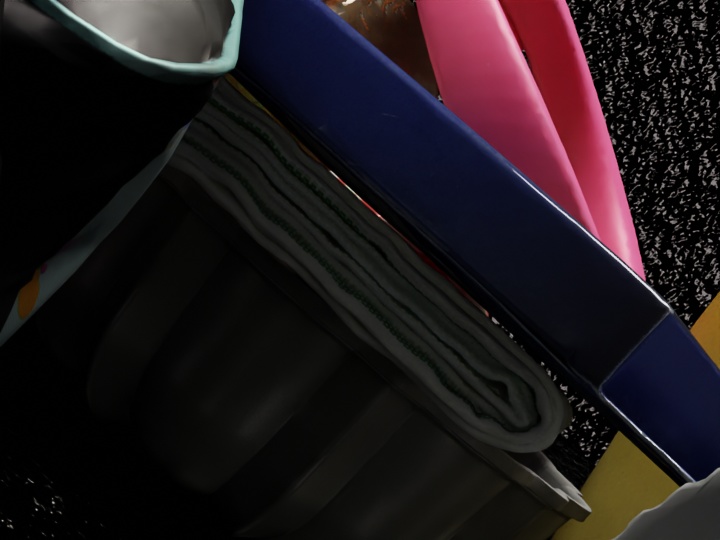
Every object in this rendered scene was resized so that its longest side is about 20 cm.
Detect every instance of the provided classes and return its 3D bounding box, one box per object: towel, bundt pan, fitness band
[{"bbox_3d":[0.000,0.000,0.782,0.149,0.031,0.200,44,1,4],"label":"towel"},{"bbox_3d":[-0.027,0.036,0.830,0.202,0.076,0.202,40,3,-3],"label":"bundt pan"},{"bbox_3d":[0.061,-0.041,0.885,0.200,0.037,0.144,45,29,-69],"label":"fitness band"}]

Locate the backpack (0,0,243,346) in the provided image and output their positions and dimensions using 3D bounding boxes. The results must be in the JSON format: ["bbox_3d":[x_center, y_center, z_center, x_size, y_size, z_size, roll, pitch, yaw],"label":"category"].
[{"bbox_3d":[-0.107,-0.067,0.445,0.176,0.153,0.200,40,22,-9],"label":"backpack"}]

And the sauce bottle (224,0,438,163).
[{"bbox_3d":[-0.067,-0.057,0.946,0.200,0.066,0.066,-9,-36,40],"label":"sauce bottle"}]

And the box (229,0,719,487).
[{"bbox_3d":[0.041,-0.002,0.699,0.200,0.032,0.121,44,1,27],"label":"box"}]

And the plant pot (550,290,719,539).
[{"bbox_3d":[0.153,0.122,0.815,0.200,0.176,0.200,47,1,-8],"label":"plant pot"}]

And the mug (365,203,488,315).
[{"bbox_3d":[-0.017,-0.002,1.086,0.177,0.133,0.200,38,7,-30],"label":"mug"}]

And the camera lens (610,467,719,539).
[{"bbox_3d":[0.132,0.137,0.544,0.160,0.160,0.200,43,4,42],"label":"camera lens"}]
